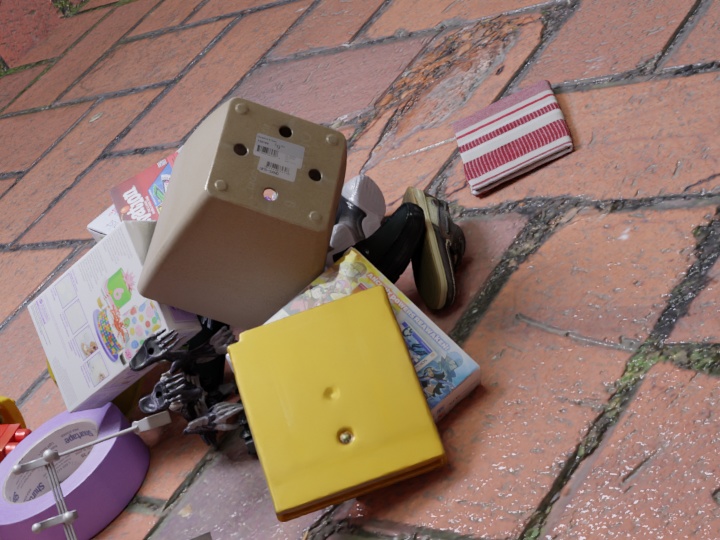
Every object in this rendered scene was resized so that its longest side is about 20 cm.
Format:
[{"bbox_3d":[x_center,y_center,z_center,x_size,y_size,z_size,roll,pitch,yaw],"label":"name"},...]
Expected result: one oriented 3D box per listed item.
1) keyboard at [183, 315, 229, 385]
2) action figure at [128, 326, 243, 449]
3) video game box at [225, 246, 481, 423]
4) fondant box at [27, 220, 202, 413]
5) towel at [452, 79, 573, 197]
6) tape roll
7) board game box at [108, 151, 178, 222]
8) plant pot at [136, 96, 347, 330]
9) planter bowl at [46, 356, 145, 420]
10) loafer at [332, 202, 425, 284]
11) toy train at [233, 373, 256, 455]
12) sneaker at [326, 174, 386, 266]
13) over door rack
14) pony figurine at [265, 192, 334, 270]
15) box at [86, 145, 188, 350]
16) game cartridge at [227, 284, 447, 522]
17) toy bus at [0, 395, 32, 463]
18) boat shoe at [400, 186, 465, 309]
[{"bbox_3d":[-0.174,0.047,1.782,0.039,0.202,0.104,-2,19,-38],"label":"keyboard"},{"bbox_3d":[-0.176,0.129,1.634,0.101,0.200,0.120,-20,72,12],"label":"action figure"},{"bbox_3d":[-0.007,0.101,1.507,0.182,0.047,0.200,-41,65,-13],"label":"video game box"},{"bbox_3d":[-0.287,0.054,1.697,0.199,0.145,0.058,-37,-20,34],"label":"fondant box"},{"bbox_3d":[0.196,-0.172,1.897,0.143,0.023,0.201,-26,28,11],"label":"towel"},{"bbox_3d":[-0.350,0.247,1.742,0.199,0.066,0.201,-26,26,14],"label":"tape roll"},{"bbox_3d":[-0.240,-0.067,1.789,0.102,0.020,0.200,-30,39,-2],"label":"board game box"},{"bbox_3d":[-0.112,-0.068,1.602,0.177,0.198,0.202,121,164,-55],"label":"plant pot"},{"bbox_3d":[-0.340,0.095,1.839,0.200,0.083,0.203,-17,70,56],"label":"planter bowl"},{"bbox_3d":[0.000,0.000,1.692,0.201,0.070,0.068,-52,22,17],"label":"loafer"},{"bbox_3d":[-0.119,0.144,1.692,0.045,0.034,0.200,-25,27,5],"label":"toy train"},{"bbox_3d":[-0.039,-0.030,1.866,0.113,0.076,0.201,-26,30,37],"label":"sneaker"},{"bbox_3d":[-0.271,0.247,1.549,0.198,0.149,0.066,-21,-3,25],"label":"over door rack"},{"bbox_3d":[-0.117,-0.046,1.803,0.165,0.195,0.200,-7,-23,-43],"label":"pony figurine"},{"bbox_3d":[-0.226,-0.029,1.923,0.176,0.201,0.096,-41,27,-20],"label":"box"},{"bbox_3d":[-0.027,0.128,1.454,0.175,0.033,0.201,-18,59,-2],"label":"game cartridge"},{"bbox_3d":[-0.498,0.220,1.901,0.190,0.137,0.201,-8,30,18],"label":"toy bus"},{"bbox_3d":[0.092,-0.030,1.713,0.064,0.074,0.201,4,40,-14],"label":"boat shoe"}]
